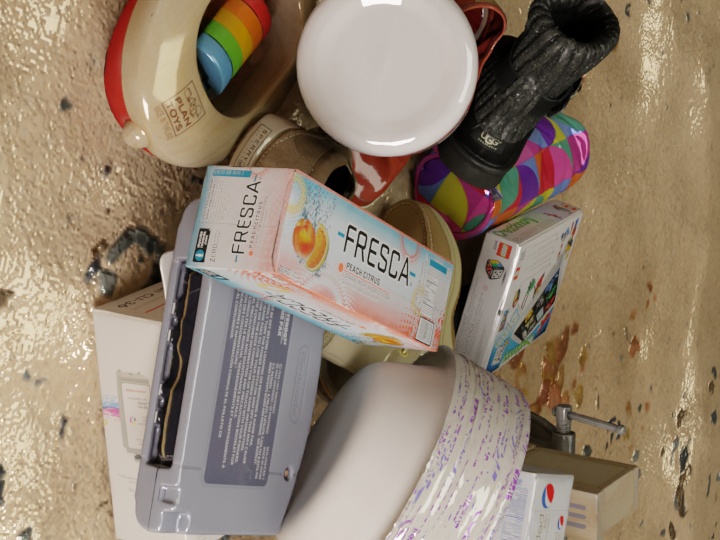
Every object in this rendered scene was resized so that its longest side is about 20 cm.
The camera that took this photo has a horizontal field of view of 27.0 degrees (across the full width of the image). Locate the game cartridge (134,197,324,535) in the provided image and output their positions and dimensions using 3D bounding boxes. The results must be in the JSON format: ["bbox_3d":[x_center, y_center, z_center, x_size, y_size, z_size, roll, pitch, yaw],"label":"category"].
[{"bbox_3d":[-0.075,0.065,0.944,0.133,0.041,0.201,16,82,-53],"label":"game cartridge"}]

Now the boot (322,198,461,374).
[{"bbox_3d":[0.000,0.000,1.131,0.155,0.073,0.201,33,44,-33],"label":"boot"}]

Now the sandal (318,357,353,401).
[{"bbox_3d":[0.028,0.094,1.209,0.200,0.054,0.081,49,56,-42],"label":"sandal"}]

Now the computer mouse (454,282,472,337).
[{"bbox_3d":[0.105,0.017,1.342,0.200,0.034,0.059,-43,145,-53],"label":"computer mouse"}]

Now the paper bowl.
[{"bbox_3d":[0.018,0.142,0.994,0.104,0.201,0.201,32,63,-11],"label":"paper bowl"}]

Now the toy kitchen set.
[{"bbox_3d":[0.117,0.266,1.267,0.163,0.180,0.201,-19,111,-52],"label":"toy kitchen set"}]

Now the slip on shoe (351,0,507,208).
[{"bbox_3d":[0.042,-0.133,1.148,0.074,0.061,0.200,39,85,-35],"label":"slip on shoe"}]

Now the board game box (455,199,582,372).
[{"bbox_3d":[0.139,0.014,1.323,0.200,0.034,0.127,-24,132,-65],"label":"board game box"}]

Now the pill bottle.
[{"bbox_3d":[0.023,-0.135,1.022,0.200,0.115,0.117,-44,138,-84],"label":"pill bottle"}]

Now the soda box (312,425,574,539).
[{"bbox_3d":[0.055,0.166,1.134,0.068,0.199,0.064,12,87,-56],"label":"soda box"}]

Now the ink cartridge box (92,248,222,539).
[{"bbox_3d":[-0.110,0.069,0.988,0.116,0.067,0.201,-25,117,-53],"label":"ink cartridge box"}]

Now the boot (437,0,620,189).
[{"bbox_3d":[0.141,-0.171,1.206,0.158,0.079,0.211,-56,-170,34],"label":"boot"}]

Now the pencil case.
[{"bbox_3d":[0.125,-0.088,1.301,0.200,0.088,0.089,-26,117,-54],"label":"pencil case"}]

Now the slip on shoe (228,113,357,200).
[{"bbox_3d":[-0.032,-0.061,1.032,0.076,0.060,0.200,-56,169,2],"label":"slip on shoe"}]

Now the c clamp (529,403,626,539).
[{"bbox_3d":[0.164,0.208,1.354,0.027,0.171,0.201,-6,108,-33],"label":"c clamp"}]

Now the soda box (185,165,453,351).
[{"bbox_3d":[-0.019,-0.004,0.926,0.200,0.068,0.064,29,69,-56],"label":"soda box"}]

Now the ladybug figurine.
[{"bbox_3d":[-0.100,-0.147,0.957,0.200,0.072,0.136,-54,138,-38],"label":"ladybug figurine"}]
